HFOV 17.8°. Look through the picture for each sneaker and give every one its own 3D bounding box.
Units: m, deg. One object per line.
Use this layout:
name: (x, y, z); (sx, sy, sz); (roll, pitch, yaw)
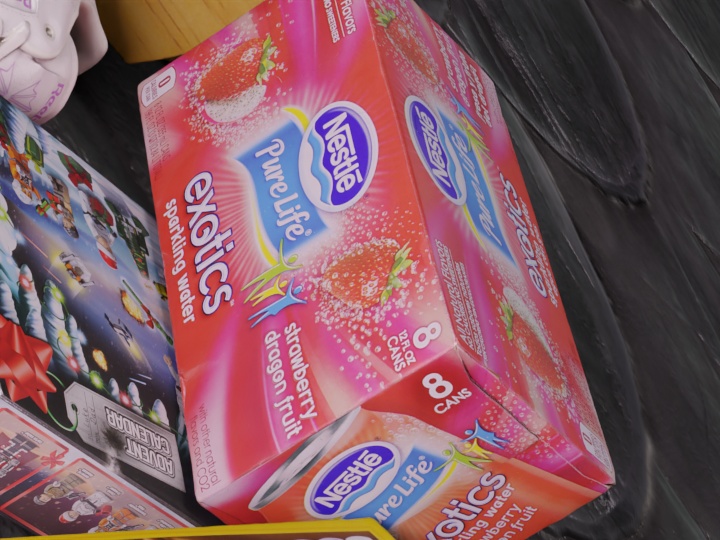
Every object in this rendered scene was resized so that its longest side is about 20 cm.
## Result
sneaker: (-0.133, -0.092, 0.733); (0.100, 0.075, 0.200); (57, 19, 1)

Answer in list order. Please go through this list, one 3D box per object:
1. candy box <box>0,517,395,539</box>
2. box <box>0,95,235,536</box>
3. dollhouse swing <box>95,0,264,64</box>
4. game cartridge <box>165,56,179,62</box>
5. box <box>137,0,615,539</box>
candy box: (-0.039, 0.105, 0.592); (0.200, 0.026, 0.102); (3, 32, -47)
box: (-0.069, 0.041, 0.740); (0.200, 0.040, 0.137); (40, 26, -42)
dollhouse swing: (-0.031, -0.194, 0.914); (0.182, 0.176, 0.200); (54, 21, -14)
game cartridge: (-0.115, -0.184, 0.993); (0.176, 0.032, 0.200); (32, 31, -52)
box: (0.000, 0.000, 0.759); (0.095, 0.100, 0.200); (42, 25, -39)
